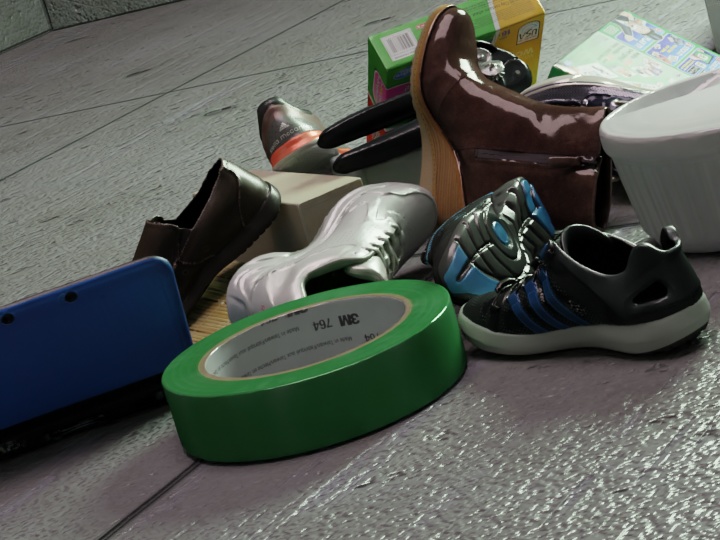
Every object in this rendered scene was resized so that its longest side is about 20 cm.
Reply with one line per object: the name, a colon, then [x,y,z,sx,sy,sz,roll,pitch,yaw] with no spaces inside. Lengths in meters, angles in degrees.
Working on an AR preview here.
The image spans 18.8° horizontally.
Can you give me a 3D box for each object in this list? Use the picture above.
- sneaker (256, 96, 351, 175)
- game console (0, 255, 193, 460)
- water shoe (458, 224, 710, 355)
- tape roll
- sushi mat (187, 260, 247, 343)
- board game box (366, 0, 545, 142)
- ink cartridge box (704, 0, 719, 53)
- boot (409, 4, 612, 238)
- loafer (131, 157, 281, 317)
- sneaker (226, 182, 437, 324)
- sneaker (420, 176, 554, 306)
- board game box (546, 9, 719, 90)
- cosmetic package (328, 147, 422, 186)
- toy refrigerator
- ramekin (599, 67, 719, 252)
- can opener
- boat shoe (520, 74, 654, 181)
sneaker: [-0.049,-0.111,1.945,0.077,0.082,0.200,-31,-14,-1]
game console: [-0.223,0.057,1.547,0.199,0.119,0.171,-19,14,-9]
water shoe: [0.138,0.007,1.388,0.199,0.080,0.071,-2,19,46]
tape roll: [-0.030,0.064,1.434,0.199,0.049,0.201,-16,13,4]
sushi mat: [-0.122,0.024,1.725,0.096,0.012,0.200,-42,22,-18]
board game box: [0.081,-0.156,1.912,0.152,0.041,0.200,-21,-29,-12]
ink cartridge box: [0.424,-0.288,2.222,0.114,0.068,0.200,-12,15,21]
boot: [0.123,-0.118,1.694,0.165,0.202,0.072,-5,-12,33]
loafer: [-0.152,-0.010,1.707,0.200,0.071,0.073,-48,24,-11]
sneaker: [0.000,0.000,1.625,0.200,0.078,0.099,-37,29,-32]
sneaker: [0.083,-0.005,1.559,0.082,0.074,0.200,-29,3,22]
board game box: [0.251,-0.161,1.864,0.134,0.029,0.200,29,29,14]
cosmetic package: [0.085,-0.092,1.855,0.199,0.072,0.101,-21,14,-14]
toy refrigerator: [-0.060,-0.037,1.807,0.070,0.076,0.200,-24,15,-26]
ramekin: [0.276,-0.084,1.548,0.201,0.095,0.202,-16,14,4]
can opener: [0.057,-0.129,1.796,0.199,0.079,0.063,-28,58,-26]
boat shoe: [0.198,-0.107,1.733,0.198,0.075,0.093,3,24,25]
